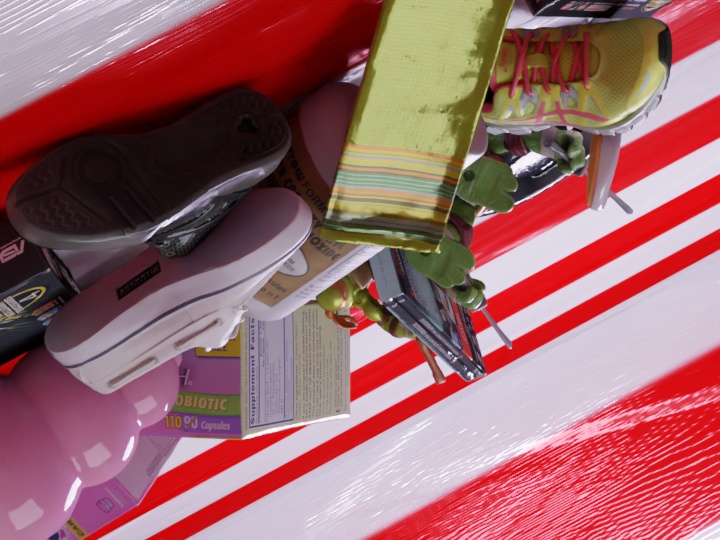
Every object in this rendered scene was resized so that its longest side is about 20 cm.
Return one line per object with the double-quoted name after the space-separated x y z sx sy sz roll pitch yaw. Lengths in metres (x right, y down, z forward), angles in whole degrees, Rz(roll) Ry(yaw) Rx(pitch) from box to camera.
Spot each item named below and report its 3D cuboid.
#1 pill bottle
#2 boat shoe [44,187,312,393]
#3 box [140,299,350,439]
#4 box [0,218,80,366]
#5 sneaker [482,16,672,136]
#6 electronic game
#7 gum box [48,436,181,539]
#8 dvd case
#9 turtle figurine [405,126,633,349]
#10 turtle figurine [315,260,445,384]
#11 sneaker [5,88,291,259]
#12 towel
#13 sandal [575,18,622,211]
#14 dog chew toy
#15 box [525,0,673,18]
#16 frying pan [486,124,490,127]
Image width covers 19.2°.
-0.016 -0.062 1.444 0.200 0.115 0.114 -35 168 26 "pill bottle"
-0.109 0.019 1.405 0.199 0.071 0.070 -32 127 10 "boat shoe"
-0.124 0.072 1.648 0.175 0.098 0.200 0 -179 23 "box"
-0.270 0.035 1.419 0.160 0.049 0.200 -26 171 -5 "box"
0.130 -0.136 1.480 0.090 0.079 0.199 13 164 -39 "sneaker"
0.140 -0.108 1.829 0.199 0.042 0.200 -26 161 -9 "electronic game"
-0.213 0.147 1.859 0.113 0.066 0.200 -33 -166 32 "gum box"
0.040 -0.011 1.612 0.022 0.147 0.200 -21 155 13 "dvd case"
0.114 -0.037 1.595 0.143 0.201 0.194 -24 -175 17 "turtle figurine"
0.000 0.000 1.661 0.064 0.200 0.161 -45 -174 30 "turtle figurine"
-0.141 -0.041 1.325 0.199 0.076 0.114 -27 164 -40 "sneaker"
0.036 -0.097 1.340 0.085 0.018 0.201 3 126 -19 "towel"
0.164 -0.132 1.560 0.059 0.208 0.079 11 136 1 "sandal"
-0.213 0.108 1.498 0.199 0.125 0.125 -34 171 -16 "dog chew toy"
0.221 -0.237 1.415 0.198 0.050 0.200 -32 169 29 "box"
0.142 -0.156 1.644 0.115 0.031 0.190 -38 165 -1 "frying pan"
